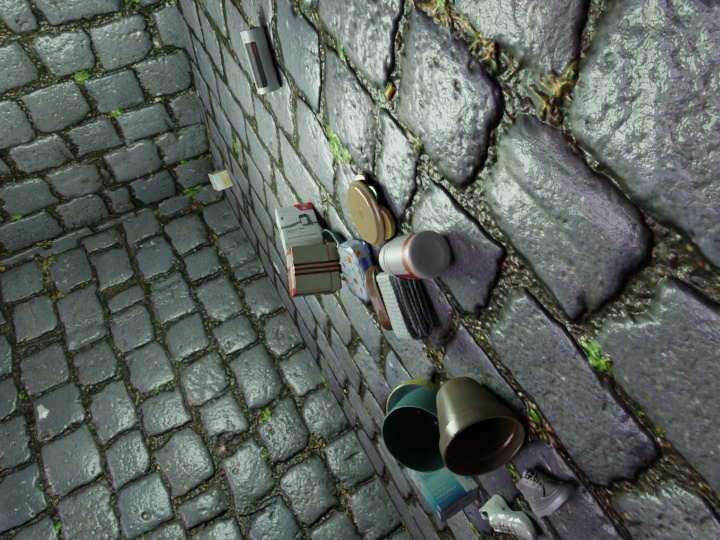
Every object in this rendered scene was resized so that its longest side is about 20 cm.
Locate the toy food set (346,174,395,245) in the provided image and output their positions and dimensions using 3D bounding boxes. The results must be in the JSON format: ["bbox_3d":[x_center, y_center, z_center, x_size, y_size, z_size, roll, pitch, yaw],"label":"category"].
[{"bbox_3d":[0.022,-0.165,1.437,0.199,0.048,0.200,65,162,4],"label":"toy food set"}]

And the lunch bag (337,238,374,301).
[{"bbox_3d":[0.000,0.000,1.661,0.160,0.075,0.202,16,127,63],"label":"lunch bag"}]

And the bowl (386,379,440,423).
[{"bbox_3d":[0.187,0.410,1.557,0.202,0.199,0.108,68,-157,-7],"label":"bowl"}]

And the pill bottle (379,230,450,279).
[{"bbox_3d":[0.122,-0.033,1.227,0.110,0.109,0.200,67,162,-6],"label":"pill bottle"}]

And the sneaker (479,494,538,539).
[{"bbox_3d":[0.401,0.686,1.392,0.200,0.080,0.071,-3,109,69],"label":"sneaker"}]

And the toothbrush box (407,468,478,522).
[{"bbox_3d":[0.261,0.670,1.649,0.200,0.145,0.086,47,153,47],"label":"toothbrush box"}]

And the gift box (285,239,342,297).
[{"bbox_3d":[-0.155,-0.014,1.794,0.184,0.185,0.202,162,103,-73],"label":"gift box"}]

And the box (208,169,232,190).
[{"bbox_3d":[-0.942,-0.610,3.444,0.200,0.101,0.113,28,139,61],"label":"box"}]

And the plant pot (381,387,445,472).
[{"bbox_3d":[0.178,0.418,1.411,0.199,0.161,0.203,8,111,21],"label":"plant pot"}]

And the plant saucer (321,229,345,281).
[{"bbox_3d":[-0.079,-0.061,1.860,0.200,0.036,0.201,54,158,34],"label":"plant saucer"}]

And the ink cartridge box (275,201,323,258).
[{"bbox_3d":[-0.230,-0.152,1.925,0.084,0.144,0.201,92,162,-48],"label":"ink cartridge box"}]

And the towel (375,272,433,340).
[{"bbox_3d":[0.123,0.090,1.418,0.166,0.085,0.202,160,90,-79],"label":"towel"}]

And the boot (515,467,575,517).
[{"bbox_3d":[0.402,0.487,1.149,0.096,0.073,0.201,48,157,25],"label":"boot"}]

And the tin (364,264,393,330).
[{"bbox_3d":[0.068,0.083,1.528,0.202,0.042,0.112,69,-159,-8],"label":"tin"}]

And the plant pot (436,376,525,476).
[{"bbox_3d":[0.265,0.356,1.233,0.174,0.198,0.201,-111,8,-56],"label":"plant pot"}]

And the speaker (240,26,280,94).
[{"bbox_3d":[-0.332,-0.699,1.705,0.081,0.081,0.202,36,145,56],"label":"speaker"}]
